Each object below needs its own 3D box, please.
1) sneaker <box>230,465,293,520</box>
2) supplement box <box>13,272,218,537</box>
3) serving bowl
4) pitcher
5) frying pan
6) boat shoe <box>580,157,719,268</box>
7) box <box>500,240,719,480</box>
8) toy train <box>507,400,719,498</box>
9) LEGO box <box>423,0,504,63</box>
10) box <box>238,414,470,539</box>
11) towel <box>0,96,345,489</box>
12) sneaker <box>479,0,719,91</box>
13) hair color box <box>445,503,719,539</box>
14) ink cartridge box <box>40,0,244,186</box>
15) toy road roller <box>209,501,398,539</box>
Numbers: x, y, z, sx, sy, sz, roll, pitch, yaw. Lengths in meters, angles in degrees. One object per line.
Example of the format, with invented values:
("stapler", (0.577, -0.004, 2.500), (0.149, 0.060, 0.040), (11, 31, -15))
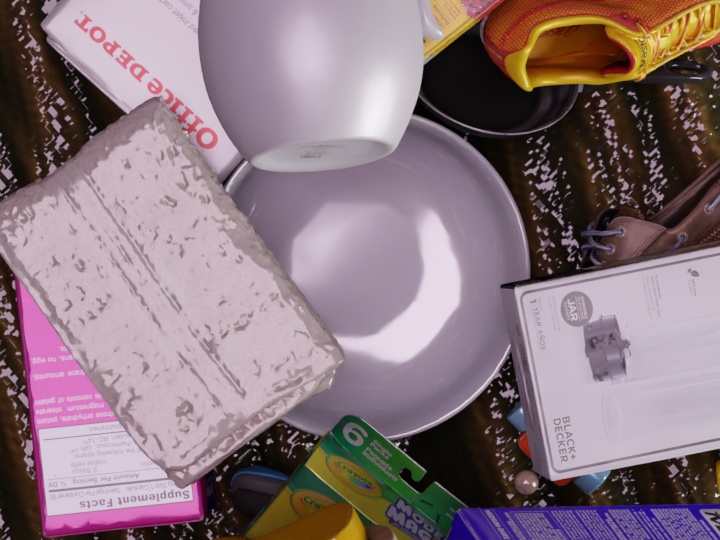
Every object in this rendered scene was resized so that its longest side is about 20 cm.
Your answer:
("sneaker", (0.003, 0.185, 1.702), (0.199, 0.073, 0.082), (28, 94, 4))
("supplement box", (-0.149, 0.054, 1.696), (0.103, 0.101, 0.201), (-5, 91, 2))
("serving bowl", (0.000, 0.000, 1.695), (0.199, 0.066, 0.201), (-1, 96, -7))
("pitcher", (-0.006, -0.161, 1.525), (0.171, 0.121, 0.201), (-3, 80, -14))
("frying pan", (0.107, -0.131, 1.707), (0.189, 0.031, 0.115), (-16, 58, -28))
("boat shoe", (0.168, -0.005, 1.685), (0.200, 0.072, 0.073), (-34, 102, -9))
("box", (0.190, 0.046, 1.622), (0.199, 0.060, 0.117), (-12, 92, -5))
("toy train", (0.195, 0.116, 1.702), (0.200, 0.056, 0.150), (40, 108, -2))
("LEGO box", (-0.014, -0.205, 1.612), (0.149, 0.077, 0.200), (-38, 90, 1))
("box", (-0.019, 0.184, 1.656), (0.117, 0.048, 0.200), (38, 121, 0))
("towel", (-0.112, 0.013, 1.628), (0.132, 0.034, 0.200), (-35, 89, 0))
("sneaker", (0.172, -0.142, 1.668), (0.199, 0.077, 0.073), (-16, 132, -11))
("hair color box", (0.132, 0.194, 1.614), (0.199, 0.065, 0.110), (3, 123, -31))
("ink cartridge box", (-0.073, -0.169, 1.695), (0.146, 0.084, 0.200), (43, 93, 1))
("toy road roller", (-0.049, 0.201, 1.577), (0.199, 0.146, 0.123), (-25, 108, 13))
